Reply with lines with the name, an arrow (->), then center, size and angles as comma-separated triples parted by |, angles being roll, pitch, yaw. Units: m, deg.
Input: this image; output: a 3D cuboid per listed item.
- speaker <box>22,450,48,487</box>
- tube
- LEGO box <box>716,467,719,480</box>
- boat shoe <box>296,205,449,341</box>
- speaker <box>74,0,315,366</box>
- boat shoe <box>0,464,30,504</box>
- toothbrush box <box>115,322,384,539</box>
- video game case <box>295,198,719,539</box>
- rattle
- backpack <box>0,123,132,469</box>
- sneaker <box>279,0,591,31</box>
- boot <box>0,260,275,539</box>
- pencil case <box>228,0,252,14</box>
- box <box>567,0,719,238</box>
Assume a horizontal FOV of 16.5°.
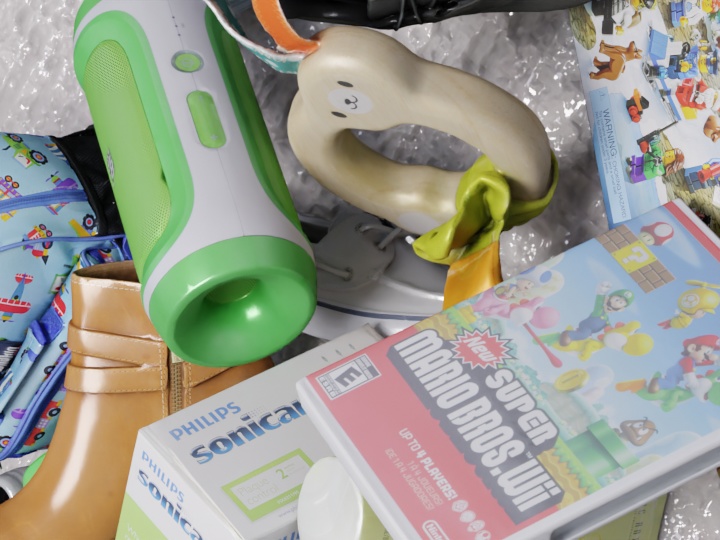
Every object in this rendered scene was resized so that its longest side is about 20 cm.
speaker -> -0.112, 0.186, 1.339 | 0.088, 0.088, 0.201 | -37, 69, 31
tube -> 0.066, 0.112, 1.137 | 0.058, 0.199, 0.052 | -47, 50, 39
LEGO box -> 0.253, 0.132, 1.065 | 0.149, 0.077, 0.201 | -26, 75, 35
boat shoe -> 0.000, 0.000, 1.259 | 0.199, 0.073, 0.066 | 11, 101, 36
speaker -> -0.083, -0.054, 1.208 | 0.088, 0.088, 0.201 | -44, 48, 29
boat shoe -> -0.191, 0.211, 1.409 | 0.072, 0.068, 0.201 | 10, 97, 37
toothbrush box -> -0.043, 0.144, 1.209 | 0.086, 0.145, 0.201 | 43, 137, 29
video game case -> 0.089, 0.051, 1.068 | 0.143, 0.199, 0.018 | 52, 162, 46
rattle -> -0.006, -0.039, 1.131 | 0.130, 0.200, 0.143 | 13, 72, 43
backpack -> -0.197, 0.014, 1.330 | 0.183, 0.200, 0.135 | -51, 62, 25
sneaker -> 0.043, -0.142, 1.150 | 0.199, 0.091, 0.076 | -8, 107, 26
boot -> -0.133, 0.078, 1.252 | 0.077, 0.199, 0.156 | -125, 27, -65
pencil case -> -0.045, -0.180, 1.286 | 0.199, 0.083, 0.091 | -11, 98, 37
box -> 0.169, -0.093, 1.151 | 0.136, 0.038, 0.201 | -16, 81, 37
